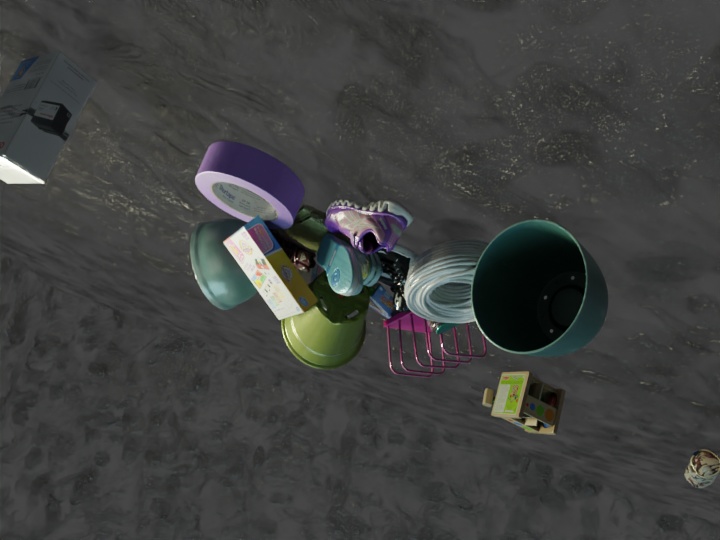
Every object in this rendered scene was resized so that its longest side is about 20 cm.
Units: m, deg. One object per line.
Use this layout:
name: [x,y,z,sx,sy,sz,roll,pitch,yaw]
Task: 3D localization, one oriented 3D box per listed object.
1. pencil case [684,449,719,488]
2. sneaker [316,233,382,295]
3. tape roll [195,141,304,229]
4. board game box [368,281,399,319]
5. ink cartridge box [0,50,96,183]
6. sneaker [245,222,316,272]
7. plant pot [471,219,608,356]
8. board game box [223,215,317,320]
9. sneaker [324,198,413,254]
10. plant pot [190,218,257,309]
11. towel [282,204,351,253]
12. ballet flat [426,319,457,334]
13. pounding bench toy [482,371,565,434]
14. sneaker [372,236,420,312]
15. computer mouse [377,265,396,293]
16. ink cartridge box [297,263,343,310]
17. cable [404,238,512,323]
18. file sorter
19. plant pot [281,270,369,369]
pencil case: [0.986,0.575,1.988,0.087,0.080,0.200,-9,152,17]
sneaker: [0.000,0.000,1.297,0.128,0.081,0.201,21,-162,-25]
tape roll: [-0.204,-0.154,1.278,0.195,0.067,0.201,20,162,6]
board game box: [0.030,0.058,1.593,0.134,0.035,0.200,33,172,35]
ink cartridge box: [-0.553,-0.254,1.160,0.142,0.205,0.083,5,157,38]
sneaker: [-0.154,-0.054,1.462,0.114,0.077,0.199,27,177,32]
plant pot: [0.298,0.043,1.088,0.197,0.207,0.159,2,167,43]
board game box: [-0.182,0.000,1.370,0.202,0.040,0.152,56,153,-9]
sneaker: [0.002,-0.074,1.242,0.197,0.091,0.080,4,157,44]
plant pot: [-0.270,-0.029,1.541,0.131,0.206,0.200,-16,148,19]
towel: [-0.065,-0.068,1.414,0.197,0.037,0.147,31,158,-25]
ballet flat: [0.222,0.064,1.377,0.194,0.073,0.070,-18,153,-6]
pounding bench toy: [0.457,0.376,1.941,0.153,0.127,0.199,27,161,-20]
sneaker: [0.079,0.019,1.323,0.198,0.115,0.072,26,177,-43]
computer mouse: [0.087,0.011,1.456,0.136,0.054,0.199,12,170,35]
ink cartridge box: [-0.116,0.047,1.645,0.198,0.086,0.148,38,161,-1]
cable: [0.176,0.023,1.248,0.193,0.071,0.202,-4,147,9]
file sorter: [0.163,0.152,1.511,0.136,0.129,0.199,10,155,-31]
plant pot: [-0.060,0.083,1.457,0.195,0.205,0.191,22,153,-5]
